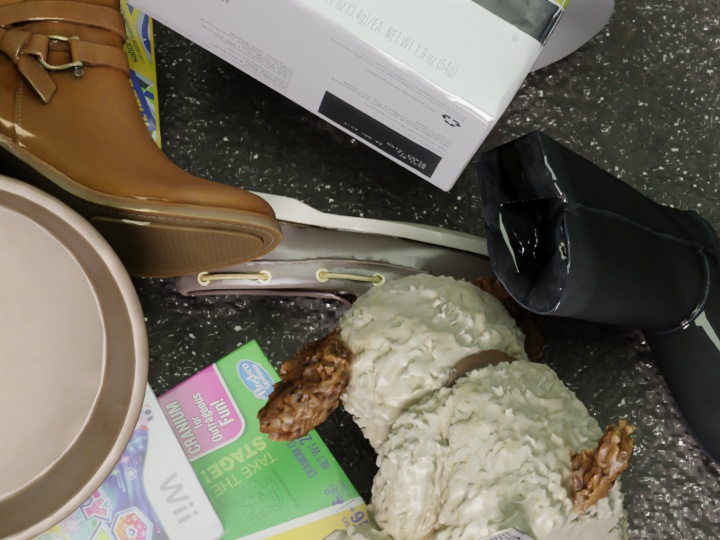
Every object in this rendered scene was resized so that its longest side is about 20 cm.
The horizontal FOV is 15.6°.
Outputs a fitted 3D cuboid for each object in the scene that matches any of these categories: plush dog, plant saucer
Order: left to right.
[{"bbox_3d":[-0.202,0.044,1.263,0.199,0.029,0.201,-4,110,-12],"label":"plant saucer"},{"bbox_3d":[0.051,0.076,1.318,0.199,0.161,0.172,-15,58,-39],"label":"plush dog"}]

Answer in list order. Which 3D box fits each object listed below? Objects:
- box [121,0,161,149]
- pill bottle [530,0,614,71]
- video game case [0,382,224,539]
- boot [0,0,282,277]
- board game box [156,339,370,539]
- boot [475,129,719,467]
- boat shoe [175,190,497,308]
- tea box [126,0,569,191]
[{"bbox_3d":[-0.143,-0.113,1.442,0.064,0.070,0.201,-4,69,-5],"label":"box"},{"bbox_3d":[0.063,-0.216,1.479,0.113,0.114,0.201,-17,71,-12],"label":"pill bottle"},{"bbox_3d":[-0.187,0.115,1.317,0.199,0.018,0.144,-27,84,-15],"label":"video game case"},{"bbox_3d":[-0.133,-0.082,1.361,0.199,0.077,0.156,4,63,2],"label":"boot"},{"bbox_3d":[-0.098,0.151,1.357,0.200,0.040,0.153,-31,75,-16],"label":"board game box"},{"bbox_3d":[0.145,0.022,1.349,0.066,0.200,0.165,-34,64,19],"label":"boot"},{"bbox_3d":[0.000,0.000,1.413,0.199,0.072,0.060,10,86,-7],"label":"boat shoe"},{"bbox_3d":[0.018,-0.183,1.332,0.199,0.134,0.197,30,74,-1],"label":"tea box"}]
